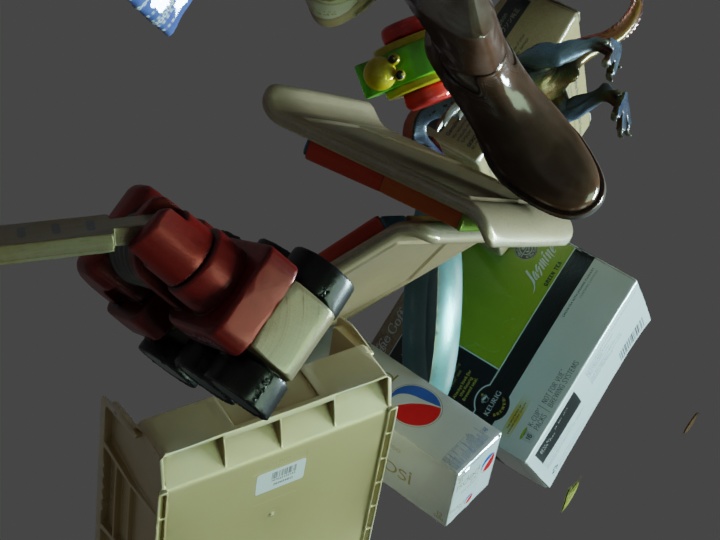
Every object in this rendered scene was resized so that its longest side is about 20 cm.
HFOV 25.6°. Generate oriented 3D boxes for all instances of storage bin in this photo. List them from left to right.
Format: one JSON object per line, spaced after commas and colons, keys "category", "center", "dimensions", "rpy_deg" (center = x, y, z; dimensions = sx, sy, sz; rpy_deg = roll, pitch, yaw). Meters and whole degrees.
{"category": "storage bin", "center": [-0.087, 0.151, 1.179], "dimensions": [0.198, 0.094, 0.200], "rpy_deg": [-17, 137, -28]}

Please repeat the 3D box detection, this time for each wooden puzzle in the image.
{"category": "wooden puzzle", "center": [0.000, 0.000, 1.200], "dimensions": [0.198, 0.038, 0.185], "rpy_deg": [-26, 171, 24]}
{"category": "wooden puzzle", "center": [0.042, -0.068, 1.133], "dimensions": [0.038, 0.199, 0.185], "rpy_deg": [-63, 158, 13]}

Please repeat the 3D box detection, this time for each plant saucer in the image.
{"category": "plant saucer", "center": [0.063, 0.032, 1.379], "dimensions": [0.200, 0.027, 0.203], "rpy_deg": [-177, -90, -85]}

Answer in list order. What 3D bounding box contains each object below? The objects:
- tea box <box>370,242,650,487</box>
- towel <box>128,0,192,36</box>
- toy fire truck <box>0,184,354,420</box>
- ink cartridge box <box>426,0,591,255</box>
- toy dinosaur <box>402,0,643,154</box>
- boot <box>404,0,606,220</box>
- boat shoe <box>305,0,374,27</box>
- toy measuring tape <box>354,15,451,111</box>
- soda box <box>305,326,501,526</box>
{"category": "tea box", "center": [0.142, 0.066, 1.526], "dimensions": [0.201, 0.196, 0.134], "rpy_deg": [-56, 158, -6]}
{"category": "towel", "center": [-0.103, -0.224, 0.855], "dimensions": [0.146, 0.024, 0.200], "rpy_deg": [-58, 159, -4]}
{"category": "toy fire truck", "center": [-0.134, -0.002, 0.942], "dimensions": [0.200, 0.176, 0.129], "rpy_deg": [41, 77, -25]}
{"category": "ink cartridge box", "center": [0.131, -0.131, 1.420], "dimensions": [0.166, 0.075, 0.200], "rpy_deg": [-56, 158, -14]}
{"category": "toy dinosaur", "center": [0.127, -0.136, 1.285], "dimensions": [0.201, 0.180, 0.106], "rpy_deg": [-58, 138, -44]}
{"category": "boot", "center": [0.090, -0.129, 1.045], "dimensions": [0.064, 0.187, 0.200], "rpy_deg": [-41, 163, -3]}
{"category": "boat shoe", "center": [0.030, -0.249, 1.065], "dimensions": [0.200, 0.071, 0.065], "rpy_deg": [-46, 161, -9]}
{"category": "toy measuring tape", "center": [0.064, -0.166, 1.229], "dimensions": [0.199, 0.073, 0.074], "rpy_deg": [-24, 139, -57]}
{"category": "soda box", "center": [0.016, 0.119, 1.308], "dimensions": [0.064, 0.199, 0.069], "rpy_deg": [-37, 149, -37]}
